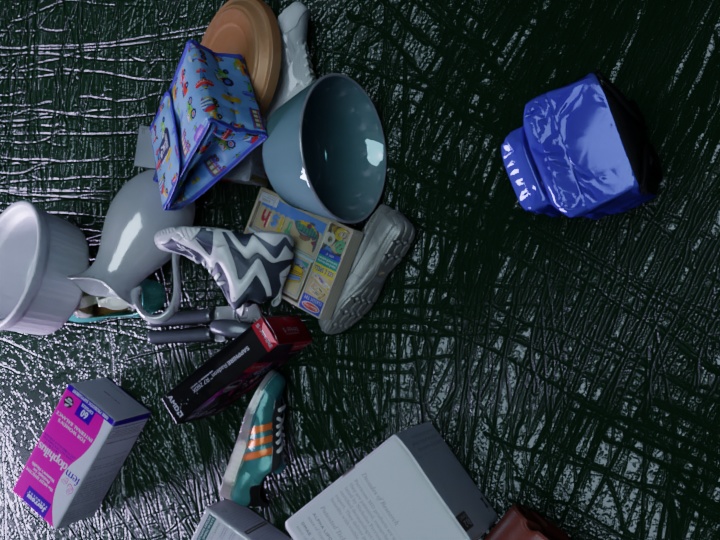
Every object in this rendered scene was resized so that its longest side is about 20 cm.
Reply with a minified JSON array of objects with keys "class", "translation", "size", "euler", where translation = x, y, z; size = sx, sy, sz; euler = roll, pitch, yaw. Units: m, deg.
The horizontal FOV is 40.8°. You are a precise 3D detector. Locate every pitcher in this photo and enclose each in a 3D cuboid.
[{"class":"pitcher","translation":[-0.308,-0.034,1.425],"size":[0.171,0.121,0.201],"euler":[26,76,11]}]

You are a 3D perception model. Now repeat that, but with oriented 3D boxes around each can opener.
[{"class":"can opener","translation":[-0.236,0.080,1.443],"size":[0.199,0.066,0.053],"euler":[-5,79,25]}]

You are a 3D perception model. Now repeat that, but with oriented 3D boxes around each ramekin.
[{"class":"ramekin","translation":[-0.504,0.003,1.488],"size":[0.200,0.097,0.202],"euler":[-19,62,39]}]

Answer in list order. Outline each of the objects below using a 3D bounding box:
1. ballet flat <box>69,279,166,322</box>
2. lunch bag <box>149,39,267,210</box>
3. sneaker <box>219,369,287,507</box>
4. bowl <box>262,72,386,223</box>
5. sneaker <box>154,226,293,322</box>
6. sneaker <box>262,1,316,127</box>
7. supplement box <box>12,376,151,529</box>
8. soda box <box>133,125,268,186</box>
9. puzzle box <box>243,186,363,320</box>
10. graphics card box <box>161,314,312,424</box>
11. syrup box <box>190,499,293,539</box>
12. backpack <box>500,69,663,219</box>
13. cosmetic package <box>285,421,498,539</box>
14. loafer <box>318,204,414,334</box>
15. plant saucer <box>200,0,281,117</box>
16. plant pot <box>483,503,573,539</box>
[{"class":"ballet flat","translation":[-0.398,0.043,1.497],"size":[0.198,0.070,0.068],"euler":[-6,87,20]},{"class":"lunch bag","translation":[-0.232,-0.188,1.345],"size":[0.200,0.094,0.151],"euler":[-44,51,36]},{"class":"sneaker","translation":[-0.135,0.246,1.402],"size":[0.079,0.071,0.201],"euler":[19,94,6]},{"class":"bowl","translation":[-0.060,-0.160,1.327],"size":[0.104,0.200,0.203],"euler":[-5,87,35]},{"class":"sneaker","translation":[-0.194,0.006,1.355],"size":[0.197,0.079,0.131],"euler":[4,92,0]},{"class":"sneaker","translation":[-0.090,-0.283,1.400],"size":[0.099,0.078,0.202],"euler":[16,103,13]},{"class":"supplement box","translation":[-0.427,0.278,1.485],"size":[0.101,0.103,0.201],"euler":[33,101,17]},{"class":"soda box","translation":[-0.234,-0.171,1.444],"size":[0.198,0.068,0.064],"euler":[9,91,20]},{"class":"puzzle box","translation":[-0.095,-0.027,1.379],"size":[0.199,0.025,0.134],"euler":[26,98,38]},{"class":"graphics card box","translation":[-0.174,0.140,1.384],"size":[0.200,0.125,0.051],"euler":[-37,78,14]},{"class":"syrup box","translation":[-0.142,0.418,1.387],"size":[0.199,0.081,0.079],"euler":[30,100,20]},{"class":"backpack","translation":[0.275,-0.144,1.191],"size":[0.167,0.200,0.164],"euler":[-17,85,28]},{"class":"cosmetic package","translation":[0.045,0.330,1.277],"size":[0.200,0.165,0.165],"euler":[-41,75,13]},{"class":"loafer","translation":[0.000,0.000,1.360],"size":[0.070,0.070,0.201],"euler":[43,104,34]},{"class":"plant saucer","translation":[-0.184,-0.297,1.401],"size":[0.200,0.032,0.202],"euler":[-7,81,49]},{"class":"plant pot","translation":[0.198,0.417,1.215],"size":[0.200,0.201,0.196],"euler":[36,92,17]}]
